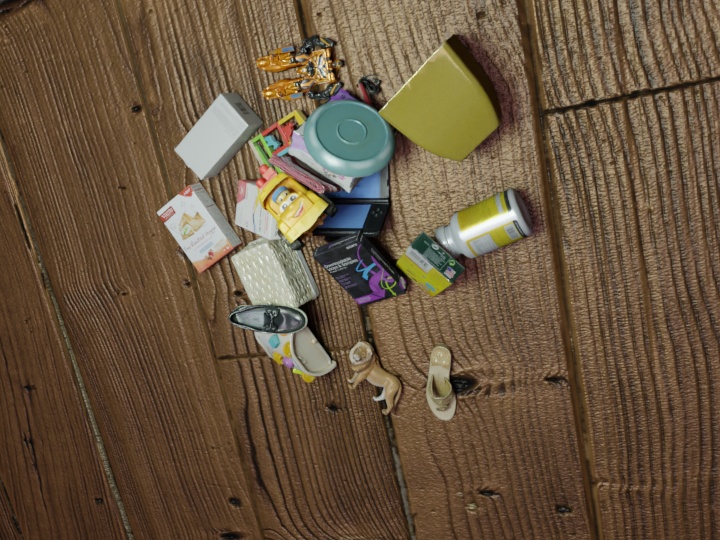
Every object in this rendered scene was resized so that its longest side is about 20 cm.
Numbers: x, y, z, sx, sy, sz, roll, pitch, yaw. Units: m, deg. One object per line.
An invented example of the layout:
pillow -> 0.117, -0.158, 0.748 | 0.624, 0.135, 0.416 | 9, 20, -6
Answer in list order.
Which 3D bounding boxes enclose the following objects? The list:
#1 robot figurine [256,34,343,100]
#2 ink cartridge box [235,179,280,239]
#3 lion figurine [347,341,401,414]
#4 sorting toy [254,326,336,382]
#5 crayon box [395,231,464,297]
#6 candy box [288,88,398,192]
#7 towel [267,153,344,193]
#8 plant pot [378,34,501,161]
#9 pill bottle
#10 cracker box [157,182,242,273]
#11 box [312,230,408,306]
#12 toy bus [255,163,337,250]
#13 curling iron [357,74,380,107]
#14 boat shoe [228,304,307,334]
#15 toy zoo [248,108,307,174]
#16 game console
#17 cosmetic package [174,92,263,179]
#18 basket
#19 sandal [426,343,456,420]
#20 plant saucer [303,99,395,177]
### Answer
robot figurine -> -0.137, -0.460, 1.540 | 0.200, 0.058, 0.145 | -5, 106, 22
ink cartridge box -> -0.222, -0.145, 1.615 | 0.200, 0.067, 0.117 | 23, 112, 44
lion figurine -> 0.044, 0.275, 1.715 | 0.200, 0.072, 0.123 | 36, 103, -10
sorting toy -> -0.193, 0.204, 1.737 | 0.180, 0.107, 0.200 | 2, 135, 44
crayon box -> 0.155, -0.010, 1.540 | 0.127, 0.200, 0.051 | 42, 76, 2
candy box -> -0.034, -0.291, 1.477 | 0.168, 0.200, 0.072 | 34, 143, 6
towel -> -0.102, -0.216, 1.475 | 0.144, 0.200, 0.023 | 33, 108, 11
plant pot -> 0.188, -0.346, 1.398 | 0.200, 0.196, 0.194 | 43, 116, -8
pill bottle -> 0.272, -0.095, 1.483 | 0.200, 0.112, 0.112 | -23, 98, 24
cracker box -> -0.424, -0.112, 1.755 | 0.134, 0.058, 0.200 | -34, 93, 25
box -> 0.000, 0.000, 1.592 | 0.143, 0.036, 0.200 | -20, 126, 36
toy bus -> -0.158, -0.154, 1.454 | 0.136, 0.200, 0.192 | -44, 94, 1
curling iron -> 0.034, -0.356, 1.475 | 0.049, 0.026, 0.200 | -16, 65, 9
boat shoe -> -0.230, 0.118, 1.614 | 0.199, 0.066, 0.075 | 9, 97, 18
toy zoo -> -0.170, -0.299, 1.606 | 0.200, 0.020, 0.131 | -25, 97, 34
game console -> -0.039, -0.178, 1.569 | 0.200, 0.176, 0.117 | 2, 136, 20
cosmetic package -> -0.351, -0.331, 1.644 | 0.200, 0.085, 0.108 | -40, 90, 26
basket -> -0.216, 0.013, 1.685 | 0.135, 0.123, 0.200 | -20, 100, 25
sandal -> 0.195, 0.293, 1.657 | 0.077, 0.070, 0.212 | 4, 108, 19
plant saucer -> -0.020, -0.287, 1.405 | 0.200, 0.200, 0.027 | 34, 154, 7
